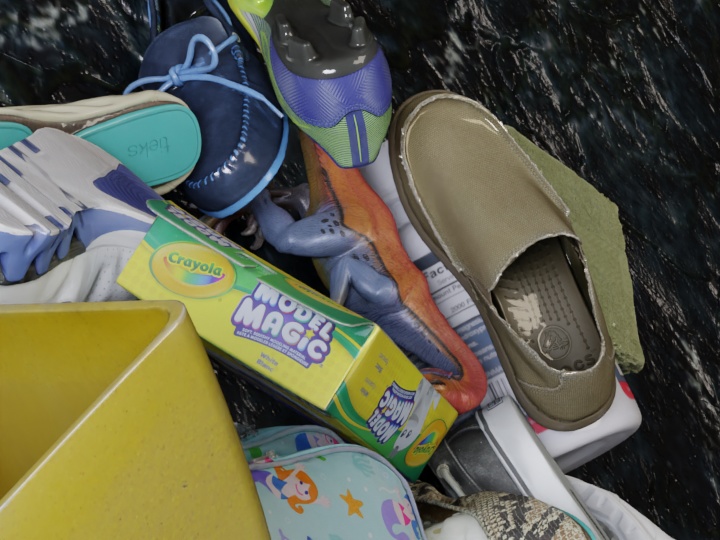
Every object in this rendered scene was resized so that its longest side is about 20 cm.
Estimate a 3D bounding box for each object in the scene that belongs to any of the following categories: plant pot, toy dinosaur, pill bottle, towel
[{"bbox_3d":[-0.136,0.142,0.767,0.200,0.199,0.177,-48,120,-34],"label":"plant pot"},{"bbox_3d":[0.000,0.000,1.155,0.181,0.201,0.105,22,2,29],"label":"toy dinosaur"},{"bbox_3d":[0.065,0.023,1.264,0.119,0.119,0.201,-5,67,-56],"label":"pill bottle"},{"bbox_3d":[0.114,-0.019,1.454,0.200,0.036,0.149,29,42,-41],"label":"towel"}]

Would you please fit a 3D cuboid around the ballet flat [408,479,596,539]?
[{"bbox_3d":[0.037,0.138,1.081,0.075,0.200,0.068,-3,93,-25],"label":"ballet flat"}]

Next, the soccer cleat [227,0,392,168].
[{"bbox_3d":[-0.029,-0.116,1.180,0.200,0.064,0.084,-117,-167,-61],"label":"soccer cleat"}]

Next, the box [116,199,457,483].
[{"bbox_3d":[-0.031,0.033,1.003,0.117,0.049,0.200,30,-8,20],"label":"box"}]

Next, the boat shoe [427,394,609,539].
[{"bbox_3d":[0.103,0.161,1.142,0.201,0.064,0.071,58,6,23],"label":"boat shoe"}]

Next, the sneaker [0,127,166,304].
[{"bbox_3d":[-0.156,0.006,0.973,0.080,0.115,0.199,40,16,17],"label":"sneaker"}]

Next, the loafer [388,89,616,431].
[{"bbox_3d":[0.082,-0.014,1.178,0.076,0.067,0.201,-27,79,-17],"label":"loafer"}]

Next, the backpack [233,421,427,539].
[{"bbox_3d":[-0.045,0.155,0.965,0.200,0.150,0.179,-9,81,-66],"label":"backpack"}]

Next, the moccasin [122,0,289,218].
[{"bbox_3d":[-0.092,-0.099,1.185,0.068,0.080,0.200,48,10,-32],"label":"moccasin"}]

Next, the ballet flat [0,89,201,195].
[{"bbox_3d":[-0.162,-0.049,1.054,0.199,0.069,0.070,-11,72,-48],"label":"ballet flat"}]

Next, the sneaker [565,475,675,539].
[{"bbox_3d":[0.166,0.181,1.208,0.200,0.078,0.099,38,12,20],"label":"sneaker"}]
